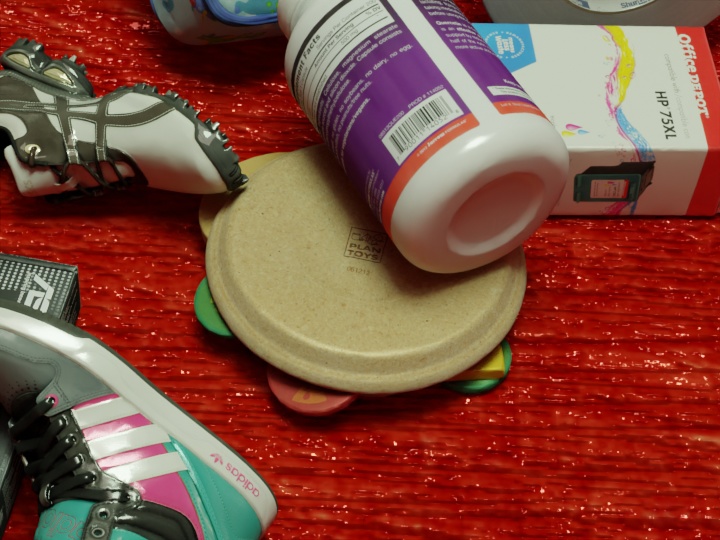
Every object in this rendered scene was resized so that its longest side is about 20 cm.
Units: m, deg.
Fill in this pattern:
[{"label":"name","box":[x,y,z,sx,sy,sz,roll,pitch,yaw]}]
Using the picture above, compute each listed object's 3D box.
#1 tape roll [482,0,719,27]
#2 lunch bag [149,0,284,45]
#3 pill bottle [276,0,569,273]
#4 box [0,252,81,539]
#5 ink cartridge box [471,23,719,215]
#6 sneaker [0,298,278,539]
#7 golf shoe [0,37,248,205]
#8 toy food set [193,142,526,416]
[{"label":"tape roll","box":[0.169,-0.231,1.111,0.200,0.200,0.066,-6,50,-10]},{"label":"lunch bag","box":[-0.074,-0.258,1.117,0.161,0.082,0.200,-13,90,-39]},{"label":"pill bottle","box":[0.029,-0.101,0.985,0.112,0.113,0.200,-20,55,-20]},{"label":"box","box":[-0.273,0.068,0.924,0.193,0.048,0.200,10,51,5]},{"label":"ink cartridge box","box":[0.170,-0.098,1.088,0.200,0.067,0.116,-1,51,-6]},{"label":"sneaker","box":[-0.150,0.112,0.854,0.200,0.084,0.121,37,52,-6]},{"label":"golf shoe","box":[-0.161,-0.070,1.031,0.200,0.078,0.095,20,62,31]},{"label":"toy food set","box":[0.000,0.000,1.004,0.200,0.049,0.198,0,51,-6]}]
